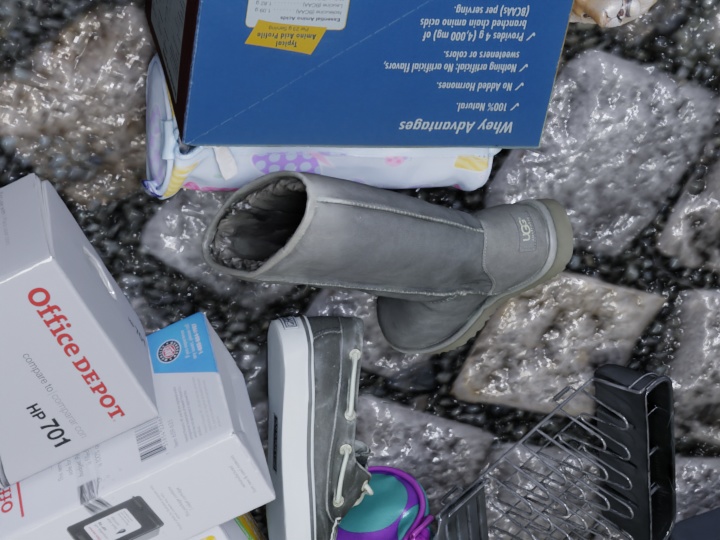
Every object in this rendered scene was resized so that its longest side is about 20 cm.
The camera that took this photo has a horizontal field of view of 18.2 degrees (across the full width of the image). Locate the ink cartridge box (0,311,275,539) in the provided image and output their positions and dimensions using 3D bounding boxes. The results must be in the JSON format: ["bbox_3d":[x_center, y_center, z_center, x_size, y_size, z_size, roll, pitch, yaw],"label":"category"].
[{"bbox_3d":[-0.162,0.121,1.365,0.200,0.116,0.067,-25,131,5],"label":"ink cartridge box"}]

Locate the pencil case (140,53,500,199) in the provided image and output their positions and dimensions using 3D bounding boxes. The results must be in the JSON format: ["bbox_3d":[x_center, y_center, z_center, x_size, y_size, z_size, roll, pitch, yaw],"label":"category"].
[{"bbox_3d":[-0.024,-0.083,1.258,0.200,0.091,0.083,-2,91,-17],"label":"pencil case"}]

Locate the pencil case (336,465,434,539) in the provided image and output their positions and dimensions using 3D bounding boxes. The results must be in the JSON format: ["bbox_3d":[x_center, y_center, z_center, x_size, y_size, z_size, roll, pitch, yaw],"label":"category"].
[{"bbox_3d":[0.033,0.225,1.515,0.085,0.092,0.200,-48,135,-27],"label":"pencil case"}]

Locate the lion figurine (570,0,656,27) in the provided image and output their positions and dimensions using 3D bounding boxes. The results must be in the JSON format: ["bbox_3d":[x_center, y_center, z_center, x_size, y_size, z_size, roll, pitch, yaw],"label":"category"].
[{"bbox_3d":[0.155,-0.229,1.214,0.122,0.072,0.200,-3,115,7],"label":"lion figurine"}]

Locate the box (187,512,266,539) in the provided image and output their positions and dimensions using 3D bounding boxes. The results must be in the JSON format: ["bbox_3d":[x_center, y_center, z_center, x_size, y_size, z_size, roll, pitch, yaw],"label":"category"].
[{"bbox_3d":[-0.113,0.209,1.456,0.112,0.101,0.200,-24,130,4],"label":"box"}]

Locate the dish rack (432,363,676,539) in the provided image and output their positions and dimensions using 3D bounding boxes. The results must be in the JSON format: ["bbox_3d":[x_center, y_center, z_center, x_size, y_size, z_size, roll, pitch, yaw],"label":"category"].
[{"bbox_3d":[0.124,0.163,1.462,0.200,0.055,0.154,-37,136,-31],"label":"dish rack"}]

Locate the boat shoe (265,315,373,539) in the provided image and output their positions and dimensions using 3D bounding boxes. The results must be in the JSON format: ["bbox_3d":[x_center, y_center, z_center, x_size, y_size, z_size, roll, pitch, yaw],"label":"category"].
[{"bbox_3d":[-0.023,0.126,1.405,0.064,0.071,0.200,-3,107,-13],"label":"boat shoe"}]

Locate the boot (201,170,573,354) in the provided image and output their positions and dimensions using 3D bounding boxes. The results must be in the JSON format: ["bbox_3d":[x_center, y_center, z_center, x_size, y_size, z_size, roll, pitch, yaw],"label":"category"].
[{"bbox_3d":[-0.001,-0.002,1.283,0.200,0.073,0.182,-4,156,-38],"label":"boot"}]

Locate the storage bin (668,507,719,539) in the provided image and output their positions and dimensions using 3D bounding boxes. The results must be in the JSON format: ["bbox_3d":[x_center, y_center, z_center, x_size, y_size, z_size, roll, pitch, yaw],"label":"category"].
[{"bbox_3d":[0.311,0.220,1.576,0.200,0.146,0.134,-19,103,0],"label":"storage bin"}]

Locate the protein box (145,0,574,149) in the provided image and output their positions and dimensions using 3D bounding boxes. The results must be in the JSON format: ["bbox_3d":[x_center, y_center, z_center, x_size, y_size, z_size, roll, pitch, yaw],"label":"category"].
[{"bbox_3d":[0.003,-0.181,1.157,0.198,0.135,0.200,-1,128,-15],"label":"protein box"}]

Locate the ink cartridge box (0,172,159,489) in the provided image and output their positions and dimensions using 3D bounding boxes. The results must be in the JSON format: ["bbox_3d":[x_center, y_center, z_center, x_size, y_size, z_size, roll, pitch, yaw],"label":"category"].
[{"bbox_3d":[-0.239,0.055,1.311,0.200,0.086,0.147,-24,130,6],"label":"ink cartridge box"}]
